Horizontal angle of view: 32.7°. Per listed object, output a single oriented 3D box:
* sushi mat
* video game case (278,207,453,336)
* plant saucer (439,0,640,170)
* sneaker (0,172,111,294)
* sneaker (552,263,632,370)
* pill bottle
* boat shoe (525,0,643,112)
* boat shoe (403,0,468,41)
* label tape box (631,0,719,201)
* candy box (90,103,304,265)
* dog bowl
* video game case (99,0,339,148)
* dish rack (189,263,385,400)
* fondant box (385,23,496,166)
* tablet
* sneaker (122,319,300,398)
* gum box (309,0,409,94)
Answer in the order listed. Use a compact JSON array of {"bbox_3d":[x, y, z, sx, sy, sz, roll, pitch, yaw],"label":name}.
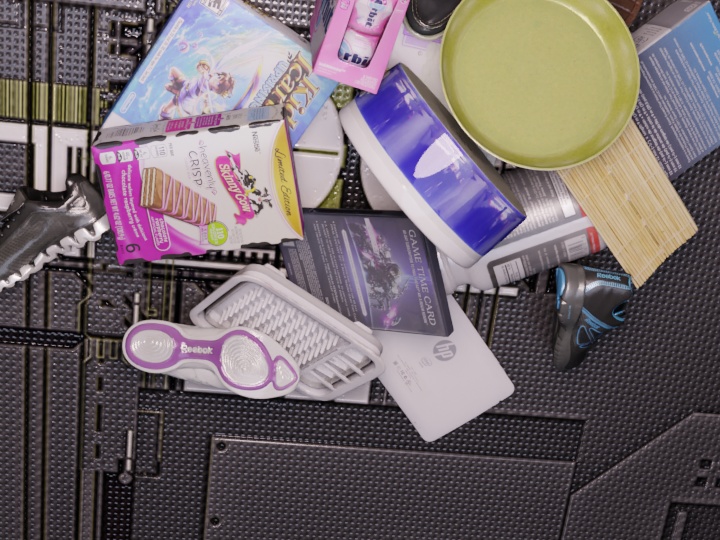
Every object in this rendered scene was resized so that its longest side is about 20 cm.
[{"bbox_3d":[0.277,-0.076,1.272,0.096,0.012,0.200,-42,124,-1],"label":"sushi mat"},{"bbox_3d":[0.000,0.000,1.338,0.199,0.019,0.143,3,119,34],"label":"video game case"},{"bbox_3d":[0.171,-0.192,1.192,0.199,0.031,0.201,1,82,-8],"label":"plant saucer"},{"bbox_3d":[-0.363,-0.043,1.332,0.199,0.067,0.091,-27,110,4],"label":"sneaker"},{"bbox_3d":[0.255,0.059,1.367,0.082,0.074,0.200,1,155,6],"label":"sneaker"},{"bbox_3d":[0.159,-0.046,1.337,0.199,0.116,0.116,-19,114,5],"label":"pill bottle"},{"bbox_3d":[0.218,-0.241,1.266,0.075,0.075,0.203,40,74,-6],"label":"boat shoe"},{"bbox_3d":[0.099,-0.319,1.190,0.074,0.066,0.200,31,78,-5],"label":"boat shoe"},{"bbox_3d":[0.306,-0.172,1.297,0.200,0.066,0.144,-36,113,-2],"label":"label tape box"},{"bbox_3d":[-0.165,-0.089,1.277,0.199,0.061,0.137,-9,115,0],"label":"candy box"},{"bbox_3d":[0.072,-0.103,1.198,0.079,0.200,0.200,-39,111,12],"label":"dog bowl"},{"bbox_3d":[-0.146,-0.181,1.295,0.181,0.045,0.200,31,108,-17],"label":"video game case"},{"bbox_3d":[-0.078,0.065,1.375,0.200,0.044,0.172,33,147,-17],"label":"dish rack"},{"bbox_3d":[0.095,-0.220,1.288,0.144,0.058,0.201,11,112,-9],"label":"fondant box"},{"bbox_3d":[0.081,0.103,1.454,0.130,0.014,0.200,-32,113,10],"label":"tablet"},{"bbox_3d":[-0.162,0.094,1.386,0.199,0.100,0.075,14,86,4],"label":"sneaker"},{"bbox_3d":[-0.001,-0.258,1.184,0.066,0.200,0.114,16,114,-11],"label":"gum box"}]
